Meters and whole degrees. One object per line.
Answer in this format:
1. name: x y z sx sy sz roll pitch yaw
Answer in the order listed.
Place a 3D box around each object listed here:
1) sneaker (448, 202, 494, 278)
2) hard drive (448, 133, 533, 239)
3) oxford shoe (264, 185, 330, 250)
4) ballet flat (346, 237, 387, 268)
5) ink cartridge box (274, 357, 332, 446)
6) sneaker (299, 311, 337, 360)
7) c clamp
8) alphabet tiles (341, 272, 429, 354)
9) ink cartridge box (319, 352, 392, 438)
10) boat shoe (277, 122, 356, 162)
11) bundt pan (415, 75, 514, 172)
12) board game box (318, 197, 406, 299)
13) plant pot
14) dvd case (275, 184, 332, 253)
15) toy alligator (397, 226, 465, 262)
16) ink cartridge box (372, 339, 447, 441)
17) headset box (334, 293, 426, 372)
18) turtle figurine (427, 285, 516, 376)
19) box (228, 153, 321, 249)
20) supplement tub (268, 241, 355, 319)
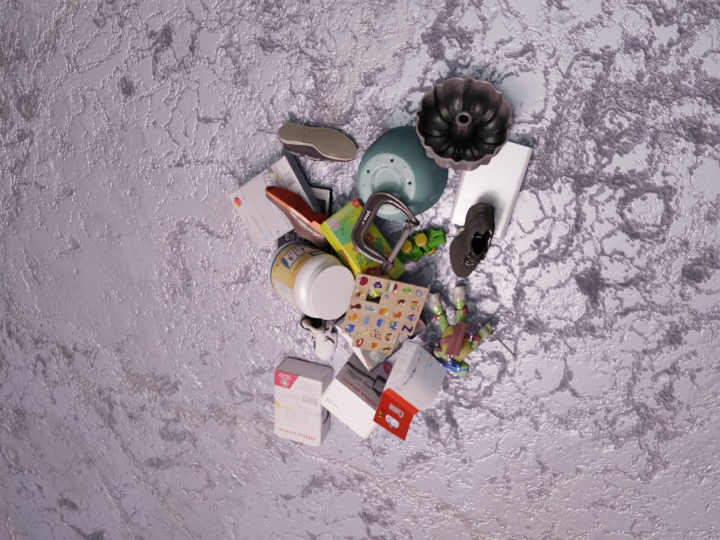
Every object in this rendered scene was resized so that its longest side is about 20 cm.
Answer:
1. sneaker: 0.241 -0.047 1.247 0.074 0.092 0.203 5 137 -4
2. hard drive: 0.281 -0.186 1.247 0.129 0.025 0.205 19 114 14
3. oxford shoe: -0.149 -0.122 1.340 0.198 0.071 0.073 37 122 3
4. ballet flat: 0.000 0.000 1.395 0.199 0.069 0.072 -41 84 23
5. ink cartridge box: -0.158 0.358 1.567 0.144 0.086 0.206 11 113 17
6. sneaker: -0.111 0.153 1.455 0.077 0.130 0.205 14 112 16
7. c clamp: 0.064 -0.069 1.214 0.168 0.027 0.203 29 132 7
8. alphabet tiles: 0.049 0.104 1.292 0.162 0.008 0.204 12 123 -8
9. ink cartridge box: 0.006 0.291 1.417 0.144 0.200 0.085 37 117 4
10. boat shoe: -0.099 -0.293 1.352 0.195 0.074 0.063 17 156 9
11. bundt pan: 0.210 -0.289 1.171 0.196 0.076 0.208 -2 69 6
12. board game box: 0.005 -0.049 1.300 0.202 0.101 0.047 54 155 -3
13. plant pot: 0.079 -0.201 1.245 0.195 0.161 0.206 7 111 19
14. dvd case: -0.145 -0.114 1.437 0.146 0.025 0.206 11 111 18
15. toy alligator: 0.155 -0.073 1.323 0.196 0.059 0.055 -26 55 22
16. ink cartridge box: 0.120 0.289 1.349 0.046 0.204 0.160 9 156 41
17. headset box: 0.057 0.121 1.385 0.199 0.075 0.150 -39 93 7
18. turtle figurine: 0.234 0.145 1.351 0.143 0.196 0.199 -26 74 54
19. box: -0.212 -0.166 1.410 0.197 0.041 0.158 -28 96 26
20. supplement tub: -0.115 0.023 1.335 0.198 0.142 0.149 24 121 50
